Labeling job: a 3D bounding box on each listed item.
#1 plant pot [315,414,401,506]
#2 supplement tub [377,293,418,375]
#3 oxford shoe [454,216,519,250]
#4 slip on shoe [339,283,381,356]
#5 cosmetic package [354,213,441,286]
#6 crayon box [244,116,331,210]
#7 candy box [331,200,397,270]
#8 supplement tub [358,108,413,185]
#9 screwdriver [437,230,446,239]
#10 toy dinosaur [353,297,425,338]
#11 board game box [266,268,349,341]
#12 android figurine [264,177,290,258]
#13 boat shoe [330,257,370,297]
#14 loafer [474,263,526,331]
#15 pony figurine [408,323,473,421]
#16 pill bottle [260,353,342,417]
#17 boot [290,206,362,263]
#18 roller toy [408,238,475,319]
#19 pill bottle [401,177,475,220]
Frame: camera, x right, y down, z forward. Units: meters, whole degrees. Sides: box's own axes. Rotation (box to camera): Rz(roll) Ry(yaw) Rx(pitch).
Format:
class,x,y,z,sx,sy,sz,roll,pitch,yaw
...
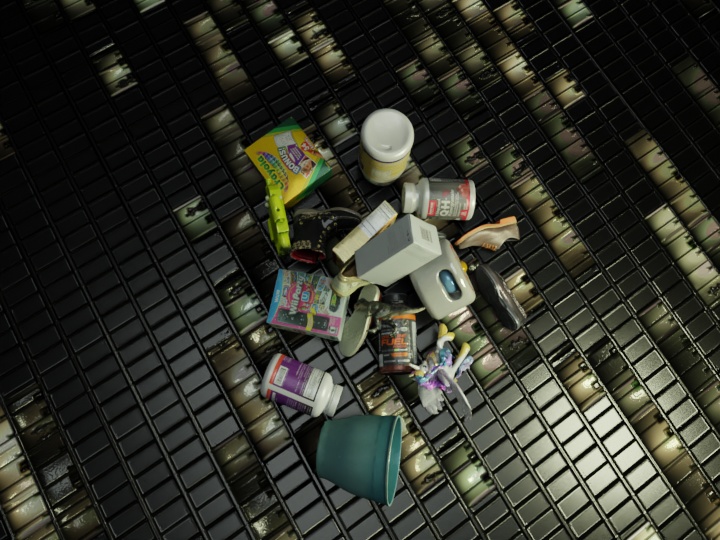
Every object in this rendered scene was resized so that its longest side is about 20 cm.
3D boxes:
class,x,y,z,sx,sy,sz,roll,pitch,yaw
plant pot,-0.005,0.444,1.266,0.182,0.200,0.207,4,75,14
supplement tub,0.095,0.167,1.372,0.103,0.107,0.207,-2,76,-4
oxford shoe,0.359,-0.089,1.469,0.194,0.071,0.075,-19,83,-8
slip on shoe,0.004,0.136,1.398,0.073,0.061,0.205,22,87,31
cosmetic package,0.088,-0.043,1.283,0.111,0.198,0.083,19,54,-41
crayon box,-0.205,-0.307,1.494,0.171,0.058,0.202,-37,81,-11
candy box,0.009,-0.089,1.424,0.055,0.116,0.200,45,78,7
supplement tub,0.065,-0.332,1.443,0.140,0.200,0.150,1,75,-3
screwdriver,0.156,-0.099,1.447,0.194,0.028,0.030,-1,48,-27
toy dinosaur,0.061,0.119,1.315,0.194,0.047,0.091,5,72,23
board game box,-0.134,0.091,1.385,0.194,0.064,0.152,9,75,10
android figurine,-0.224,-0.142,1.391,0.040,0.182,0.206,-12,79,-15
boat shoe,0.000,0.000,1.355,0.073,0.063,0.199,37,41,11
loafer,0.386,0.066,1.441,0.062,0.072,0.203,-28,85,-29
pony figurine,0.210,0.264,1.330,0.200,0.164,0.196,-42,106,-38
pill bottle,-0.147,0.296,1.325,0.195,0.113,0.115,22,76,2
boot,-0.096,-0.096,1.416,0.193,0.074,0.154,4,51,2
roller toy,0.215,0.020,1.363,0.137,0.200,0.186,-28,58,13
pill bottle,0.215,-0.201,1.466,0.193,0.111,0.114,1,76,-3
